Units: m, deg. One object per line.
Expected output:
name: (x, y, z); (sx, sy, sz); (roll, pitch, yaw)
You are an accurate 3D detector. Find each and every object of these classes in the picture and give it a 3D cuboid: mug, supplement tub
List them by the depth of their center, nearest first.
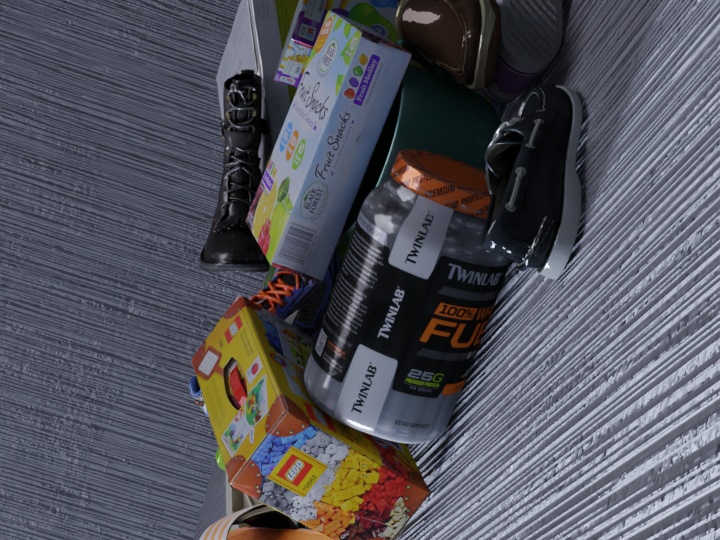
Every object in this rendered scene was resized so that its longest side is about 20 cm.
supplement tub: (0.041, 0.018, 1.172); (0.123, 0.121, 0.202); (-96, 24, -72)
mug: (0.060, -0.099, 1.286); (0.152, 0.113, 0.187); (-156, 85, -74)

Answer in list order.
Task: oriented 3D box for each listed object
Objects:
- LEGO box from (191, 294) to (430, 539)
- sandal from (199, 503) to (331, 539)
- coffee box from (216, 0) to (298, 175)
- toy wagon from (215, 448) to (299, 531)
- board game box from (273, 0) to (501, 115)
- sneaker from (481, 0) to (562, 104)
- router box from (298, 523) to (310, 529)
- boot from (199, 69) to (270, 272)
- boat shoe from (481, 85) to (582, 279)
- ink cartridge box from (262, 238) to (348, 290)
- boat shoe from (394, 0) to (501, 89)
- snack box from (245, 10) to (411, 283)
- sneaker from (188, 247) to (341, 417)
LEGO box: (-0.045, 0.125, 1.249); (0.077, 0.148, 0.200); (-52, 27, 11)
sandal: (-0.085, 0.237, 1.355); (0.205, 0.060, 0.079); (-11, 28, 43)
coffee box: (-0.037, -0.177, 1.695); (0.200, 0.195, 0.202); (123, 141, -61)
toy wagon: (-0.100, 0.219, 1.495); (0.156, 0.039, 0.202); (59, 137, 49)
board game box: (0.035, -0.205, 1.414); (0.103, 0.198, 0.106); (132, 155, -71)
sneaker: (0.132, -0.237, 1.289); (0.114, 0.072, 0.203); (119, 167, -69)
router box: (-0.016, 0.204, 1.431); (0.150, 0.051, 0.201); (-88, 17, -57)
boot: (-0.121, -0.101, 1.505); (0.200, 0.068, 0.176); (-99, 12, -68)
boat shoe: (0.116, -0.075, 1.067); (0.201, 0.060, 0.076); (-84, 14, -57)
ink cartridge box: (0.000, 0.000, 1.410); (0.199, 0.075, 0.149); (22, 94, 58)
boat shoe: (0.064, -0.193, 1.244); (0.203, 0.074, 0.076); (-106, 20, -72)
snack box: (-0.030, -0.107, 1.288); (0.202, 0.052, 0.142); (-67, 19, 11)
sneaker: (-0.082, 0.051, 1.359); (0.075, 0.078, 0.202); (21, 82, 52)
